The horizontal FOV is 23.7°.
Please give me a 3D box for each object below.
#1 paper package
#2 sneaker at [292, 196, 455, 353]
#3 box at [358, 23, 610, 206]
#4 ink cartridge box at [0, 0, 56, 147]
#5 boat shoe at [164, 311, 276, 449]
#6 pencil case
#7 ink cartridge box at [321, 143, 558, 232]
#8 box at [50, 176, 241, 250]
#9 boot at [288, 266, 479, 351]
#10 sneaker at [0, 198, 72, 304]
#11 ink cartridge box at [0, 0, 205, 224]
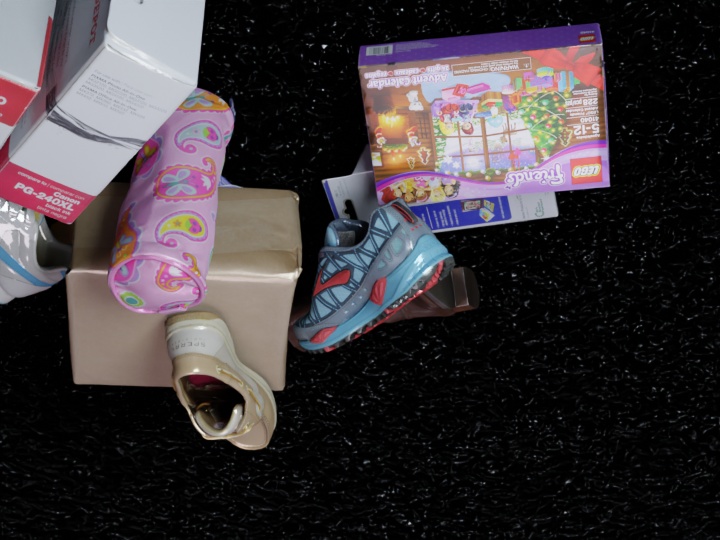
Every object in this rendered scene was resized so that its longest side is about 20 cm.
[{"bbox_3d":[-0.158,0.018,1.531,0.199,0.104,0.191,2,143,-5],"label":"paper package"},{"bbox_3d":[0.000,0.000,1.490,0.079,0.096,0.200,-26,173,-45],"label":"sneaker"},{"bbox_3d":[0.104,-0.127,1.426,0.199,0.039,0.137,-5,125,7],"label":"box"},{"bbox_3d":[-0.317,-0.147,1.341,0.083,0.145,0.200,21,137,-24],"label":"ink cartridge box"},{"bbox_3d":[-0.126,0.116,1.520,0.073,0.069,0.200,-11,144,13],"label":"boat shoe"},{"bbox_3d":[-0.153,-0.060,1.414,0.087,0.201,0.088,3,141,3],"label":"pencil case"},{"bbox_3d":[0.072,-0.077,1.525,0.199,0.039,0.100,-8,142,8],"label":"ink cartridge box"},{"bbox_3d":[-0.174,-0.033,1.580,0.199,0.042,0.119,-23,137,23],"label":"box"},{"bbox_3d":[-0.006,0.027,1.611,0.199,0.065,0.186,-11,161,19],"label":"boot"},{"bbox_3d":[-0.325,-0.060,1.506,0.080,0.077,0.200,-17,132,14],"label":"sneaker"},{"bbox_3d":[-0.205,-0.154,1.332,0.083,0.146,0.200,25,136,-28],"label":"ink cartridge box"}]
